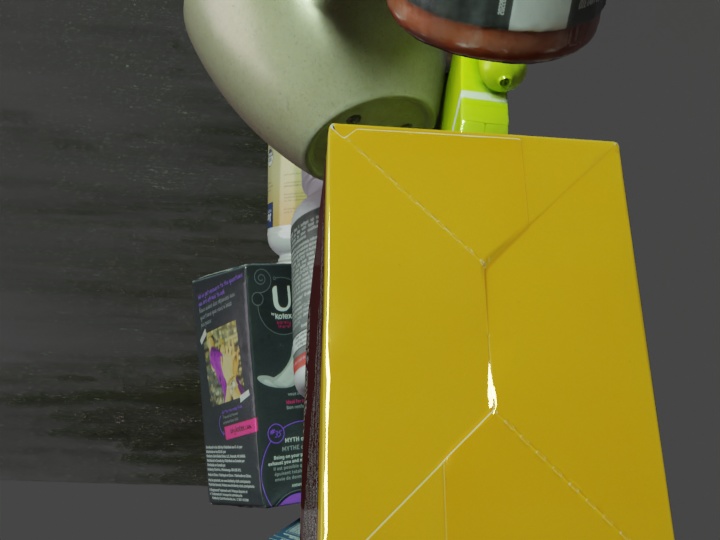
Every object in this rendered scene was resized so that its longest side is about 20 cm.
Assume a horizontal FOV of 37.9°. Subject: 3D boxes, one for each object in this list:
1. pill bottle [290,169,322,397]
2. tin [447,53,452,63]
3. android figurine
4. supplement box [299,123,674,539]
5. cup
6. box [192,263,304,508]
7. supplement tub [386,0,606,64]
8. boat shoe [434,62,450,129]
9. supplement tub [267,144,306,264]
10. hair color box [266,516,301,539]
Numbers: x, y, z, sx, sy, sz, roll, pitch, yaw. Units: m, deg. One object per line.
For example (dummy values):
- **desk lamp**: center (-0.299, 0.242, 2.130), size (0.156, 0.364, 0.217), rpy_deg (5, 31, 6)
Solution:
- **pill bottle**: center (0.000, 0.000, 0.853), size (0.116, 0.114, 0.203), rpy_deg (104, 164, -68)
- **tin**: center (0.062, -0.162, 0.970), size (0.112, 0.041, 0.203), rpy_deg (-87, 2, -63)
- **android figurine**: center (0.076, -0.088, 0.711), size (0.183, 0.040, 0.202), rpy_deg (99, 176, -47)
- **supplement box**: center (0.041, 0.073, 0.497), size (0.201, 0.131, 0.200), rpy_deg (101, 170, -60)
- **cup**: center (-0.016, -0.151, 0.763), size (0.201, 0.197, 0.145), rpy_deg (101, 152, -61)
- **box**: center (-0.068, 0.100, 0.928), size (0.106, 0.121, 0.203), rpy_deg (-13, 80, 54)
- **supplement tub**: center (0.070, -0.200, 0.448), size (0.108, 0.105, 0.202), rpy_deg (-93, 7, -54)
- **boat shoe**: center (0.030, -0.151, 0.888), size (0.201, 0.073, 0.063), rpy_deg (43, 169, 40)
- **supplement tub**: center (-0.039, -0.088, 1.238), size (0.144, 0.142, 0.203), rpy_deg (140, 131, -84)
- **hair color box**: center (-0.013, 0.258, 0.927), size (0.199, 0.060, 0.102), rpy_deg (-17, -66, -59)
